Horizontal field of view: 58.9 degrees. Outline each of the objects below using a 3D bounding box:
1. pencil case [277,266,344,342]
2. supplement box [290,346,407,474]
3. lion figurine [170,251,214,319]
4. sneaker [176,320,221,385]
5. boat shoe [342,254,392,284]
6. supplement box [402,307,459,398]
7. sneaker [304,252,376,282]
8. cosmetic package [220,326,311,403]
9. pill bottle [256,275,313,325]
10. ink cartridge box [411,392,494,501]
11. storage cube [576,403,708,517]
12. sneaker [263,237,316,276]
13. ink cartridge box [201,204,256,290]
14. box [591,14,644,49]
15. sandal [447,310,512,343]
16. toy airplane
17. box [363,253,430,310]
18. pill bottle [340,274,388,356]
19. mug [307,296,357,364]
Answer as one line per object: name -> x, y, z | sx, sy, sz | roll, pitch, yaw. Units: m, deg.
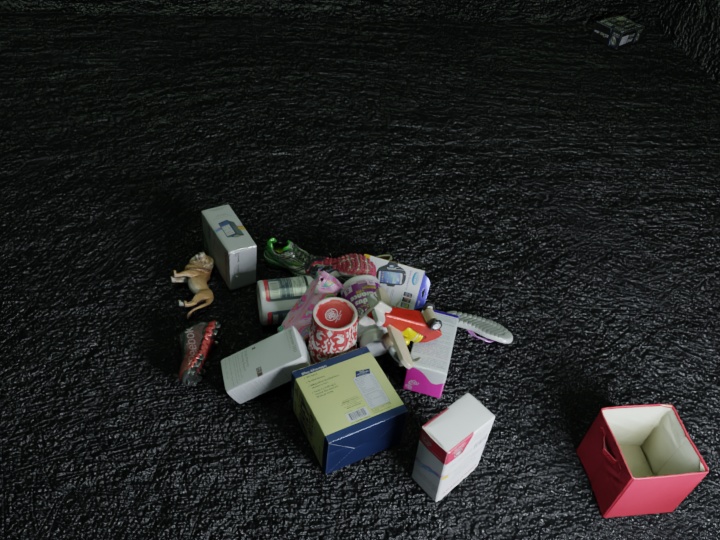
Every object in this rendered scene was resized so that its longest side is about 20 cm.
pencil case -> -0.126, 0.093, 1.604 | 0.087, 0.087, 0.200 | 37, 95, 28
supplement box -> -0.031, 0.314, 1.459 | 0.199, 0.135, 0.200 | -16, 49, -23
lion figurine -> -0.443, 0.043, 1.743 | 0.122, 0.073, 0.201 | -5, 58, -31
sneaker -> -0.416, 0.199, 1.573 | 0.097, 0.071, 0.201 | 10, 42, 3
boat shoe -> 0.000, 0.000, 1.841 | 0.199, 0.063, 0.071 | -12, 49, -17
supplement box -> 0.181, 0.206, 1.622 | 0.103, 0.102, 0.200 | 13, 44, 7
sneaker -> -0.052, 0.002, 1.764 | 0.199, 0.075, 0.081 | 2, 47, 15
cosmetic package -> -0.224, 0.225, 1.519 | 0.199, 0.074, 0.102 | -27, 48, 3
pill bottle -> -0.170, 0.077, 1.697 | 0.199, 0.120, 0.120 | -5, 45, -13
ink cartridge box -> 0.196, 0.381, 1.373 | 0.147, 0.201, 0.086 | -28, 53, -32
storage cube -> 0.607, 0.418, 1.405 | 0.199, 0.180, 0.171 | -2, 44, -9
sneaker -> -0.187, -0.034, 1.834 | 0.199, 0.085, 0.078 | 15, 44, 7
ink cartridge box -> -0.370, -0.066, 1.798 | 0.087, 0.146, 0.200 | -17, 48, -25
box -> 1.312, -1.218, 3.257 | 0.199, 0.086, 0.164 | -26, 53, -30
sandal -> 0.319, 0.162, 1.730 | 0.202, 0.050, 0.082 | 22, 29, 33
toy airplane -> 0.081, 0.137, 1.529 | 0.199, 0.141, 0.200 | 36, 34, 12
box -> 0.092, 0.037, 1.779 | 0.199, 0.120, 0.041 | 16, 4, 7
pill bottle -> 0.020, 0.120, 1.676 | 0.112, 0.113, 0.201 | -7, 54, -14
mug -> -0.075, 0.157, 1.568 | 0.133, 0.201, 0.178 | -8, 46, -14
